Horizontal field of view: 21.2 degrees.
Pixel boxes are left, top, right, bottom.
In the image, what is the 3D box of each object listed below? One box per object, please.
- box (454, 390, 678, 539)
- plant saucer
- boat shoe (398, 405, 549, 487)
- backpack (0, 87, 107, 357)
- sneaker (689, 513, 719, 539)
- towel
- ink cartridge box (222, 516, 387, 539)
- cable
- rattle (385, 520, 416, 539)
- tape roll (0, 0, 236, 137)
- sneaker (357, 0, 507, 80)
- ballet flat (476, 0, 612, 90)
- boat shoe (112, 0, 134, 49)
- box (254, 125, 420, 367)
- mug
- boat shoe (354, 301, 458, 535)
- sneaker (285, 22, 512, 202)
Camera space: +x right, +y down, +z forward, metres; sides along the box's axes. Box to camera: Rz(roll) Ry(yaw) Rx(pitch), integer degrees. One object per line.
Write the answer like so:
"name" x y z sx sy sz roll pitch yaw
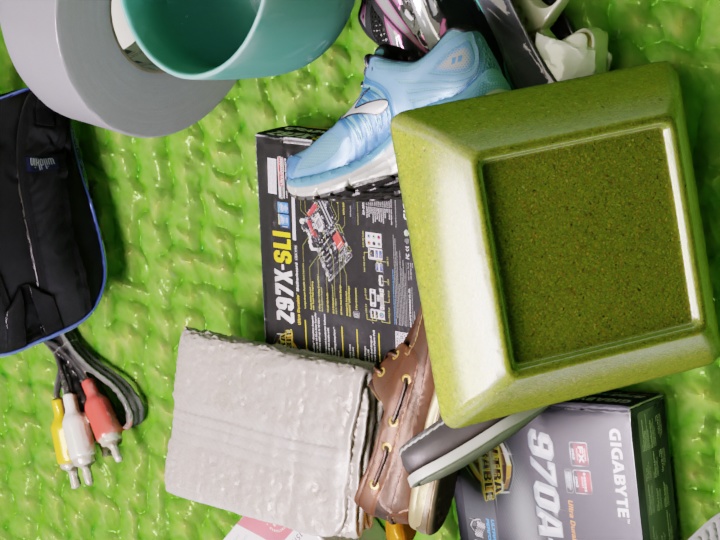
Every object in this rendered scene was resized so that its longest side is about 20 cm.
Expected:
"box" 0.142 0.181 1.331 0.159 0.046 0.200 1 102 41
"plant saucer" 0.133 -0.016 1.187 0.048 0.199 0.200 -169 68 -70
"boat shoe" 0.104 0.068 1.256 0.061 0.201 0.072 56 171 8
"backpack" -0.306 -0.032 1.564 0.147 0.183 0.200 -9 100 64
"sneaker" 0.241 0.245 1.249 0.201 0.114 0.073 -56 32 5
"towel" -0.065 0.119 1.423 0.200 0.034 0.133 11 96 39
"ink cartridge box" -0.015 0.260 1.468 0.200 0.067 0.117 51 127 18
"cable" -0.249 0.081 1.626 0.097 0.050 0.200 -31 82 37
"rattle" 0.093 0.235 1.329 0.200 0.143 0.130 9 142 34
"tape roll" -0.161 -0.199 1.376 0.066 0.200 0.201 17 112 39
"sneaker" 0.028 -0.197 1.303 0.086 0.080 0.200 -15 91 42
"ballet flat" 0.119 -0.157 1.246 0.073 0.073 0.200 -31 79 40
"boat shoe" -0.174 -0.226 1.488 0.062 0.073 0.200 -101 18 -57
"box" 0.000 0.000 1.399 0.160 0.049 0.200 9 107 40
"mug" -0.063 -0.207 1.290 0.185 0.114 0.152 -4 93 43
"boat shoe" 0.038 0.077 1.309 0.067 0.072 0.200 10 92 15
"sneaker" 0.024 -0.103 1.278 0.200 0.078 0.090 -24 73 41
